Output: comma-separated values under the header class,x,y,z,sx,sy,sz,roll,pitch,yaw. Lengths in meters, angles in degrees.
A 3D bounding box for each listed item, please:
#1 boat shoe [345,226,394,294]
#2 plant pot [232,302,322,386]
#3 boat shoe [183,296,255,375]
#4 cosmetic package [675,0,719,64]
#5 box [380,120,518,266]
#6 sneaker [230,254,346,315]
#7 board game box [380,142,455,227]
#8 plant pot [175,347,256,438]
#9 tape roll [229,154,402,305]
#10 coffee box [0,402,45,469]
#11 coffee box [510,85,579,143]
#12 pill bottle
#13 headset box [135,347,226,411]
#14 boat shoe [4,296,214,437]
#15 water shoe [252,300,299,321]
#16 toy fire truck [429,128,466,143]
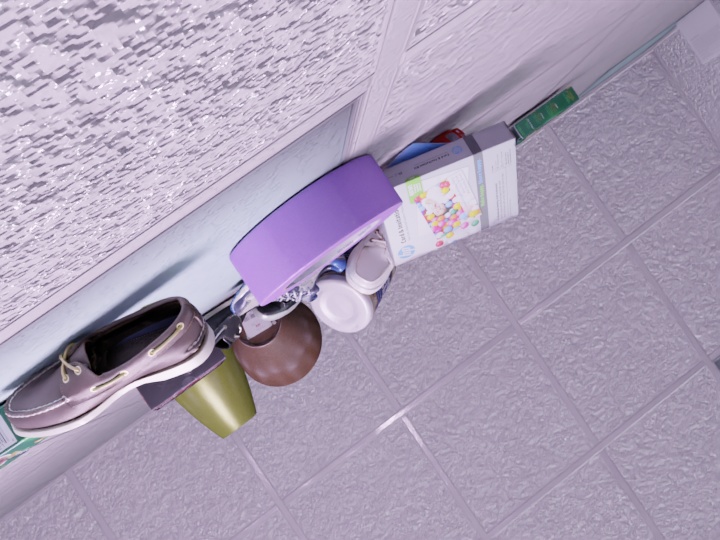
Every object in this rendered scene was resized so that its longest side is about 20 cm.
class,x,y,z,sx,sy,sz,roll,pitch,yaw
boat shoe,0.035,-0.045,1.112,0.070,0.070,0.201,-58,-178,44
plant pot,-0.180,0.119,1.358,0.186,0.188,0.200,-35,164,-5
boat shoe,-0.226,0.094,1.130,0.199,0.068,0.072,-37,179,-41
cosmetic package,1.382,-0.955,2.723,0.166,0.201,0.166,-34,179,-29
box,0.120,-0.102,0.964,0.197,0.042,0.157,-21,141,-2
sneaker,-0.104,0.016,1.057,0.199,0.086,0.077,-35,179,-13
board game box,0.105,-0.128,0.993,0.197,0.039,0.159,-5,138,-22
plant pot,-0.323,0.261,1.543,0.186,0.201,0.187,-35,179,-1
tape roll,-0.049,-0.044,0.789,0.199,0.066,0.200,-36,178,-1
coffee box,-0.321,0.142,0.725,0.199,0.044,0.123,-35,179,-23
coffee box,0.464,-0.395,1.824,0.199,0.044,0.123,-35,179,-10
pill bottle,0.000,0.000,1.191,0.111,0.111,0.201,-36,-164,41
headset box,-0.316,0.170,1.211,0.148,0.078,0.200,-36,178,-17
boat shoe,-0.233,0.084,0.630,0.197,0.072,0.060,-23,137,-3
water shoe,-0.114,0.006,1.233,0.199,0.071,0.079,-40,160,-26
toy fire truck,0.067,-0.131,1.051,0.200,0.049,0.140,-40,173,36
